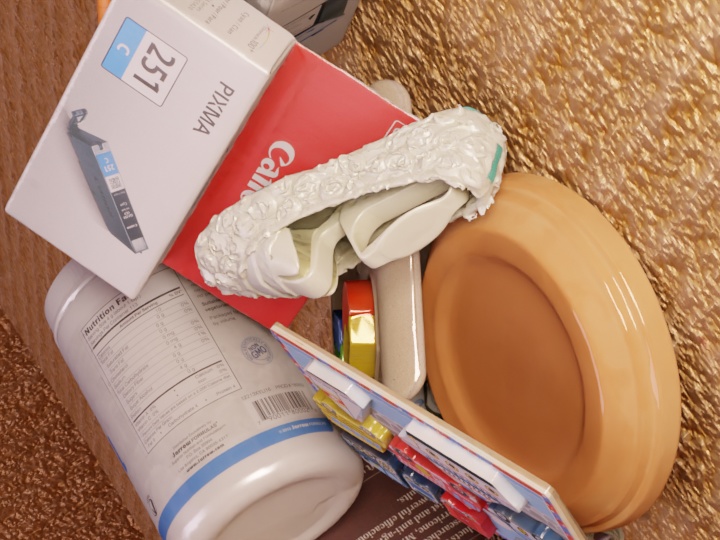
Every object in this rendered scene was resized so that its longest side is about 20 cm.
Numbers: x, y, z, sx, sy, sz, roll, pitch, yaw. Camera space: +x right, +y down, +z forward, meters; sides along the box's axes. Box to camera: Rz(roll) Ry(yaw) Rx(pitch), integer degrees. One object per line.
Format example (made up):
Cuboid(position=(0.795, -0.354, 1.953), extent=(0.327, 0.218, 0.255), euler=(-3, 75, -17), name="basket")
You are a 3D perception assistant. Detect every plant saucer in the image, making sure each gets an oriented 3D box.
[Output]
Cuboid(position=(0.091, 0.048, 1.191), extent=(0.200, 0.037, 0.200), euler=(31, 129, 47), name="plant saucer")

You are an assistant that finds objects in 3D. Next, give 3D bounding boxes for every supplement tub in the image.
Cuboid(position=(-0.097, 0.077, 1.369), extent=(0.200, 0.132, 0.132), euler=(58, 165, 27), name="supplement tub")

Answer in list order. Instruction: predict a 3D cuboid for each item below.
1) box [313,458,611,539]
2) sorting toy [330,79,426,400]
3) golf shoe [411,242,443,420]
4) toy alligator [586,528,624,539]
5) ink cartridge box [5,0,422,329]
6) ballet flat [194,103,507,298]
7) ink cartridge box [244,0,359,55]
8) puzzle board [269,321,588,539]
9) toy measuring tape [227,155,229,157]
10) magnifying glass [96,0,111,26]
Cuboid(position=(0.041, 0.182, 1.470), extent=(0.200, 0.164, 0.166), euler=(50, 161, 29), name="box")
Cuboid(position=(0.000, 0.000, 1.316), extent=(0.200, 0.036, 0.185), euler=(129, 139, -76), name="sorting toy")
Cuboid(position=(0.057, 0.048, 1.308), extent=(0.200, 0.097, 0.078), euler=(59, 167, 8), name="golf shoe")
Cuboid(position=(0.093, 0.118, 1.373), extent=(0.200, 0.059, 0.054), euler=(50, 152, 34), name="toy alligator")
Cuboid(position=(-0.085, -0.056, 1.229), extent=(0.176, 0.045, 0.200), euler=(34, 133, -1), name="ink cartridge box")
Cuboid(position=(-0.010, -0.024, 1.189), extent=(0.072, 0.200, 0.072), euler=(42, -147, -36), name="ballet flat")
Cuboid(position=(-0.066, -0.202, 1.251), extent=(0.147, 0.086, 0.200), euler=(58, 166, 7), name="ink cartridge box")
Cuboid(position=(0.046, 0.110, 1.219), extent=(0.200, 0.017, 0.151), euler=(29, 165, 34), name="puzzle board")
Cuboid(position=(-0.109, -0.081, 1.331), extent=(0.074, 0.074, 0.200), euler=(59, 163, 1), name="toy measuring tape")
Cuboid(position=(-0.148, -0.208, 1.288), extent=(0.080, 0.022, 0.200), euler=(-120, 24, -65), name="magnifying glass")
